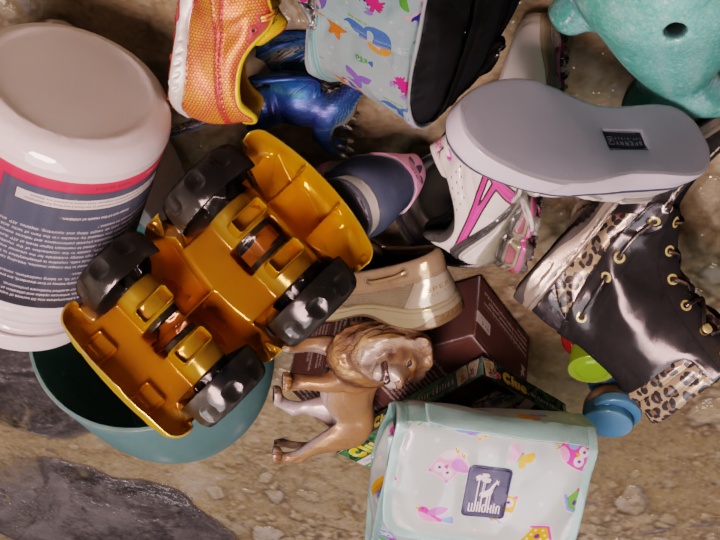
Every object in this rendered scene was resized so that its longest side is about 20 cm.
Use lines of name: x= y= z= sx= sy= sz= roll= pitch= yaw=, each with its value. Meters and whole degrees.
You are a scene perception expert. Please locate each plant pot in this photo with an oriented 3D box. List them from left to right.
plant pot: x=-0.162 y=0.074 z=1.021 sx=0.198 sy=0.203 sz=0.162 roll=3 pitch=151 yaw=10

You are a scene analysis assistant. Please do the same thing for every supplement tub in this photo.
supplement tub: x=-0.220 y=-0.054 z=0.820 sx=0.139 sy=0.141 sz=0.201 roll=20 pitch=131 yaw=-10

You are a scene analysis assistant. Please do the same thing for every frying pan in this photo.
frying pan: x=0.106 y=-0.073 z=0.904 sx=0.114 sy=0.031 sz=0.190 roll=35 pitch=124 yaw=-20

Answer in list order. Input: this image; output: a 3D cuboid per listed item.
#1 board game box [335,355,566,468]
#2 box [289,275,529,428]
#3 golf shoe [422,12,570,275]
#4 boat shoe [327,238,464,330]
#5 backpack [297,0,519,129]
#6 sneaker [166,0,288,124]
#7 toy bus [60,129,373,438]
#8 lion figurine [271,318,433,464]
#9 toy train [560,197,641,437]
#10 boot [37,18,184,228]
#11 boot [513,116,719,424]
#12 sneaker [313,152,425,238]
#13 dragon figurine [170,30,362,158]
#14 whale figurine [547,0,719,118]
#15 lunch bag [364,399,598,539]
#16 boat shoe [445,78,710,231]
board game box: x=0.077 y=0.142 z=1.060 sx=0.104 sy=0.024 sz=0.199 roll=28 pitch=138 yaw=-29
box: x=0.043 y=0.083 z=1.072 sx=0.198 sy=0.076 sz=0.100 roll=-15 pitch=134 yaw=30
golf shoe: x=0.095 y=-0.088 z=0.837 sx=0.091 sy=0.073 sz=0.202 roll=12 pitch=124 yaw=5
boat shoe: x=0.000 y=0.000 z=0.969 sx=0.198 sy=0.071 sz=0.065 roll=5 pitch=121 yaw=43
backpack: x=0.032 y=-0.191 z=0.676 sx=0.149 sy=0.178 sz=0.201 roll=25 pitch=149 yaw=18
sneaker: x=-0.082 y=-0.191 z=0.762 sx=0.076 sy=0.073 sz=0.202 roll=7 pitch=124 yaw=2
toy bus: x=-0.112 y=0.022 z=0.852 sx=0.136 sy=0.200 sz=0.192 roll=46 pitch=159 yaw=-2
lion figurine: x=-0.012 y=0.106 z=1.013 sx=0.121 sy=0.073 sz=0.201 roll=1 pitch=147 yaw=-10
toy train: x=0.184 y=0.036 z=0.948 sx=0.084 sy=0.117 sz=0.201 roll=-8 pitch=137 yaw=21
boot: x=-0.217 y=-0.102 z=0.925 sx=0.089 sy=0.073 sz=0.201 roll=-10 pitch=127 yaw=31
boot: x=0.226 y=0.001 z=0.855 sx=0.200 sy=0.073 sz=0.151 roll=-45 pitch=84 yaw=17
sneaker: x=-0.023 y=-0.051 z=0.926 sx=0.199 sy=0.082 sz=0.071 roll=-1 pitch=116 yaw=56
dragon figurine: x=-0.054 y=-0.133 z=0.849 sx=0.197 sy=0.059 sz=0.100 roll=3 pitch=140 yaw=8
whale figurine: x=0.195 y=-0.154 z=0.733 sx=0.157 sy=0.105 sz=0.201 roll=-2 pitch=141 yaw=14
lunch bag: x=0.093 y=0.172 z=0.971 sx=0.168 sy=0.123 sz=0.201 roll=8 pitch=149 yaw=-3
boat shoe: x=0.124 y=-0.069 z=0.754 sx=0.200 sy=0.075 sz=0.086 roll=-3 pitch=157 yaw=-34
